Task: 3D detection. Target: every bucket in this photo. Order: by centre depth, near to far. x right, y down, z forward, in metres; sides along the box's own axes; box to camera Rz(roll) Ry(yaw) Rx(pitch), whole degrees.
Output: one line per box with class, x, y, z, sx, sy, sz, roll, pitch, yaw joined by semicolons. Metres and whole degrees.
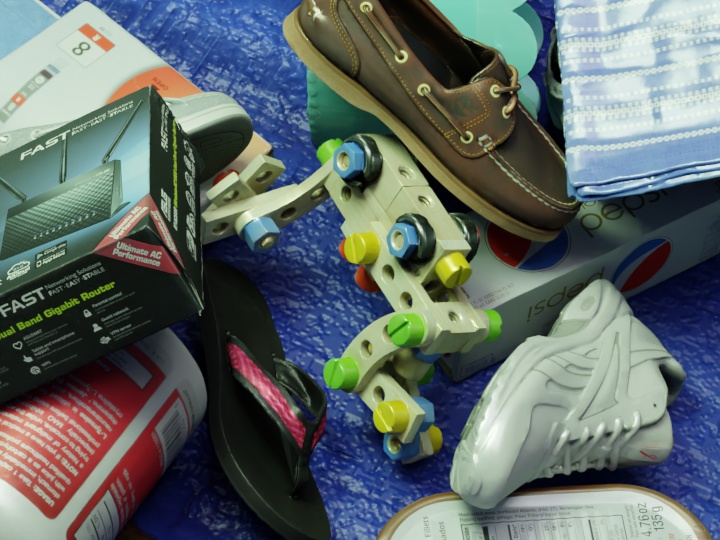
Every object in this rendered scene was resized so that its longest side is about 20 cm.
bucket;0.041;-0.158;1.753;0.135;0.207;0.207;2;53;4

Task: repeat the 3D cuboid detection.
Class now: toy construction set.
toy construction set;0.000;0.000;1.658;0.200;0.131;0.092;47;37;18

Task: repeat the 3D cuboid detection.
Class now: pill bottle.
pill bottle;-0.177;0.111;1.572;0.112;0.112;0.200;27;54;13

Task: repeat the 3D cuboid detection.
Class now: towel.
towel;0.175;-0.140;1.641;0.145;0.024;0.200;-10;69;19

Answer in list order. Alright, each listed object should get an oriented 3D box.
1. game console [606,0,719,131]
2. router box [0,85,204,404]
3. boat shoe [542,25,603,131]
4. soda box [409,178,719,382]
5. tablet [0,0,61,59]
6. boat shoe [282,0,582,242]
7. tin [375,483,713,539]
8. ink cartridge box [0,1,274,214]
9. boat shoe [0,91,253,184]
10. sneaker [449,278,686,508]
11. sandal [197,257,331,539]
game console;0.234;-0.135;1.740;0.118;0.200;0.171;-39;62;9
router box;-0.181;-0.002;1.570;0.200;0.062;0.150;-24;30;11
boat shoe;0.143;-0.115;1.755;0.070;0.072;0.201;-15;18;4
soda box;0.120;-0.013;1.735;0.200;0.064;0.068;-25;58;-24
tablet;-0.188;-0.087;1.783;0.200;0.014;0.130;38;58;21
boat shoe;0.052;-0.096;1.636;0.200;0.070;0.070;38;32;-14
tin;0.100;0.170;1.612;0.200;0.042;0.112;-3;49;-9
ink cartridge box;-0.176;-0.054;1.721;0.162;0.050;0.200;39;56;21
boat shoe;-0.161;-0.066;1.674;0.202;0.074;0.065;-19;67;5
sneaker;0.125;0.080;1.639;0.099;0.078;0.200;36;42;11
sandal;-0.051;0.065;1.646;0.045;0.075;0.200;-35;49;23
